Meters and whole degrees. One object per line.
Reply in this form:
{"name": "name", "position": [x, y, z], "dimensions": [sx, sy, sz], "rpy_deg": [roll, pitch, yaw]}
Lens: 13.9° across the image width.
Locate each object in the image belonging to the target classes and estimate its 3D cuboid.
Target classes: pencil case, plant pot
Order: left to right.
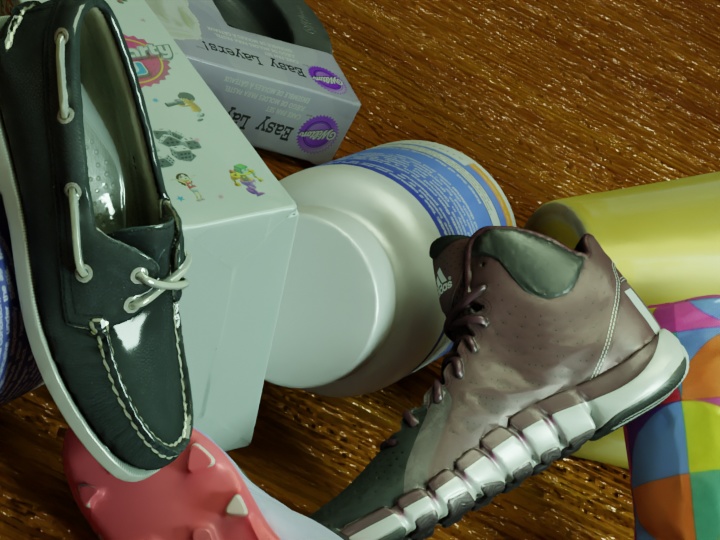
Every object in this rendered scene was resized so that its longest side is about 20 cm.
{"name": "plant pot", "position": [0.184, 0.031, 1.544], "dimensions": [0.189, 0.201, 0.201], "rpy_deg": [2, 35, -21]}
{"name": "pencil case", "position": [0.169, 0.107, 1.389], "dimensions": [0.088, 0.088, 0.200], "rpy_deg": [12, 68, -36]}

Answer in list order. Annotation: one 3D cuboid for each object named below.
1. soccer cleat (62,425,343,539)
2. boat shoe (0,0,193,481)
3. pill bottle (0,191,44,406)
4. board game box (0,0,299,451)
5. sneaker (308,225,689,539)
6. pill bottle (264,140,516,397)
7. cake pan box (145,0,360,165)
{"name": "soccer cleat", "position": [-0.041, 0.124, 1.265], "dimensions": [0.200, 0.067, 0.076], "rpy_deg": [32, -2, 9]}
{"name": "boat shoe", "position": [-0.103, -0.013, 1.199], "dimensions": [0.076, 0.060, 0.200], "rpy_deg": [-35, 107, -61]}
{"name": "pill bottle", "position": [-0.195, 0.014, 1.208], "dimensions": [0.120, 0.120, 0.200], "rpy_deg": [37, 25, 11]}
{"name": "board game box", "position": [-0.110, -0.031, 1.349], "dimensions": [0.064, 0.148, 0.200], "rpy_deg": [-12, 46, -28]}
{"name": "sneaker", "position": [0.040, 0.048, 1.342], "dimensions": [0.116, 0.200, 0.076], "rpy_deg": [60, -14, 8]}
{"name": "pill bottle", "position": [0.000, 0.000, 1.439], "dimensions": [0.112, 0.112, 0.200], "rpy_deg": [37, 17, 11]}
{"name": "cake pan box", "position": [-0.112, -0.146, 1.685], "dimensions": [0.200, 0.052, 0.184], "rpy_deg": [14, 32, -33]}
